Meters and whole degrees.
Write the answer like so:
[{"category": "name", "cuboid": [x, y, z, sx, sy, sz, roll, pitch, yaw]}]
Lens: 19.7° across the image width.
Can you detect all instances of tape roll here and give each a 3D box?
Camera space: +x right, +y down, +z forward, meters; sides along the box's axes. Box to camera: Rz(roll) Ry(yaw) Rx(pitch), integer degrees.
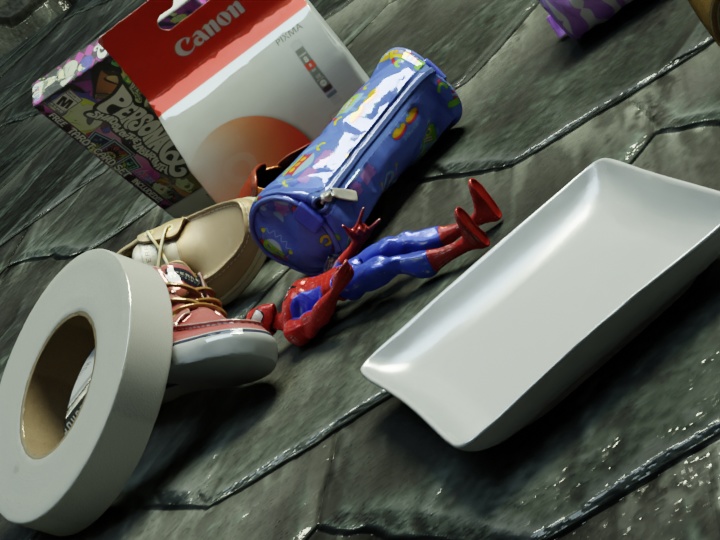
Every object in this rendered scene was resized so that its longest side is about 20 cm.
[{"category": "tape roll", "cuboid": [-0.196, 0.085, 1.440, 0.203, 0.037, 0.203, -36, 44, 44]}]

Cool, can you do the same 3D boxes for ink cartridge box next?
[{"category": "ink cartridge box", "cuboid": [-0.091, -0.153, 1.691, 0.162, 0.200, 0.050, -36, 21, 10]}]

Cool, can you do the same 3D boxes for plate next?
[{"category": "plate", "cuboid": [0.106, 0.021, 1.164, 0.200, 0.032, 0.200, -41, 18, -6]}]

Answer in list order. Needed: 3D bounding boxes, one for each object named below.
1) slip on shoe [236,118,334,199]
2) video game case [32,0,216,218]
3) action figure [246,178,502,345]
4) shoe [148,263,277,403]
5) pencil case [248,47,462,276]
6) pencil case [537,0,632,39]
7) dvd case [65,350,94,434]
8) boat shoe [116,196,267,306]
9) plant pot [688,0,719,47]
[{"category": "slip on shoe", "cuboid": [-0.073, -0.054, 1.646, 0.200, 0.061, 0.074, -33, 20, 21]}, {"category": "video game case", "cuboid": [-0.150, -0.142, 1.793, 0.181, 0.200, 0.036, -31, 42, 22]}, {"category": "action figure", "cuboid": [0.000, 0.000, 1.401, 0.200, 0.052, 0.065, -31, 22, 30]}, {"category": "shoe", "cuboid": [-0.124, 0.036, 1.452, 0.200, 0.071, 0.091, -19, 65, 54]}, {"category": "pencil case", "cuboid": [-0.001, -0.082, 1.543, 0.200, 0.078, 0.087, -51, 5, -33]}, {"category": "pencil case", "cuboid": [0.213, -0.254, 1.551, 0.200, 0.084, 0.085, -33, -16, 11]}, {"category": "dvd case", "cuboid": [-0.275, 0.127, 1.656, 0.200, 0.025, 0.150, -22, 24, 40]}, {"category": "boat shoe", "cuboid": [-0.150, 0.000, 1.611, 0.200, 0.069, 0.074, -33, 59, 36]}, {"category": "plant pot", "cuboid": [0.255, -0.216, 1.254, 0.186, 0.186, 0.200, -28, 34, 30]}]
